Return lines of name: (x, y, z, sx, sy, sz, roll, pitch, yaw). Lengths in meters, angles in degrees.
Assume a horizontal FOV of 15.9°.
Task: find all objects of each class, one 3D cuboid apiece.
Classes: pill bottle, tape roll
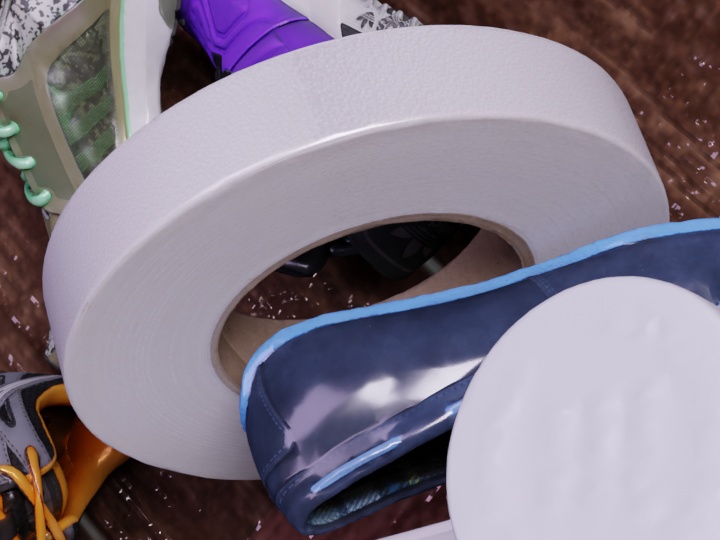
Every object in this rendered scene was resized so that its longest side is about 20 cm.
pill bottle: (0.114, 0.073, 0.699, 0.109, 0.200, 0.110, -14, 65, 32)
tape roll: (0.000, 0.000, 0.816, 0.202, 0.202, 0.037, -33, 55, 23)

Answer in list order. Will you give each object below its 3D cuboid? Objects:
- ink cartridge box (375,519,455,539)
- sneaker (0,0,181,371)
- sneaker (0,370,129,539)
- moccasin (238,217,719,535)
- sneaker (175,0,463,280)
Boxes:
ink cartridge box: (0.030, 0.189, 0.795, 0.145, 0.084, 0.202, -19, 63, 31)
sneaker: (-0.120, -0.062, 0.973, 0.077, 0.088, 0.202, -149, 63, -73)
sneaker: (-0.143, 0.089, 0.920, 0.077, 0.079, 0.200, -9, 25, 21)
moccasin: (0.064, 0.041, 0.804, 0.198, 0.081, 0.069, -16, 55, 1)
sneaker: (-0.026, -0.054, 0.922, 0.200, 0.069, 0.100, 31, 89, 51)
